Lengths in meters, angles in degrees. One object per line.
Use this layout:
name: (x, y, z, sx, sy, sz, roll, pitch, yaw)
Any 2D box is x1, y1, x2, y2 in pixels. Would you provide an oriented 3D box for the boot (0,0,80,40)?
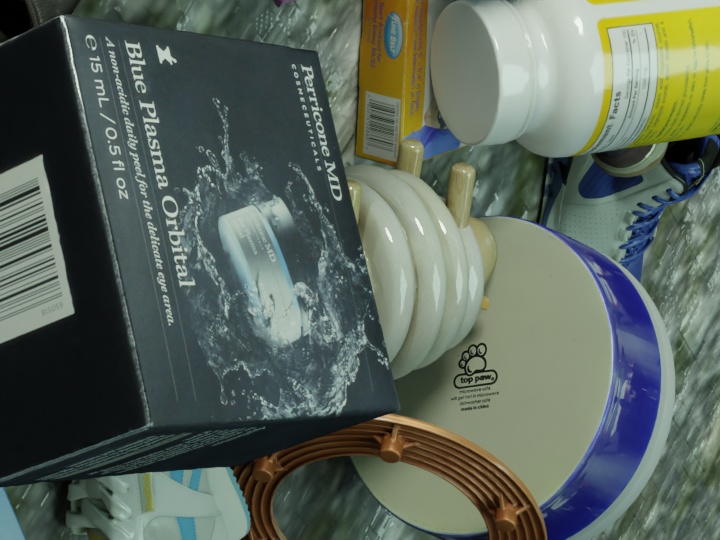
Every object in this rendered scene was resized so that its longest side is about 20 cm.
boot: (-0.138, -0.215, 1.107, 0.174, 0.069, 0.201, -49, 140, -29)

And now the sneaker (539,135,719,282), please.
sneaker: (0.186, -0.056, 1.576, 0.080, 0.115, 0.201, -34, 130, -40)

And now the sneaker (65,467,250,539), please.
sneaker: (-0.123, 0.107, 1.259, 0.081, 0.076, 0.201, -49, 137, -27)

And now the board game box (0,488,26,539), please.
board game box: (-0.260, 0.138, 1.101, 0.200, 0.056, 0.197, -45, 137, -34)

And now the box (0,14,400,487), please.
box: (-0.099, -0.008, 1.139, 0.199, 0.117, 0.198, 1, 73, -55)

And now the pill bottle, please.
pill bottle: (0.147, -0.128, 1.391, 0.199, 0.112, 0.113, -9, 113, -26)

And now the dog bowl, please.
dog bowl: (0.087, 0.071, 1.421, 0.079, 0.199, 0.202, 24, 85, -53)

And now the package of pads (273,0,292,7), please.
package of pads: (-0.023, -0.228, 1.109, 0.120, 0.076, 0.200, -26, 141, -1)

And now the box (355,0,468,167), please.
box: (0.075, -0.143, 1.453, 0.199, 0.041, 0.120, -20, 120, -46)

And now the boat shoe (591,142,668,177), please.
boat shoe: (0.170, -0.164, 1.503, 0.065, 0.071, 0.202, 40, 52, -72)

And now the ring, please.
ring: (0.010, 0.153, 1.361, 0.019, 0.199, 0.201, -77, 155, -42)

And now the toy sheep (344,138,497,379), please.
toy sheep: (0.000, 0.000, 1.340, 0.199, 0.138, 0.139, -8, 111, -36)
